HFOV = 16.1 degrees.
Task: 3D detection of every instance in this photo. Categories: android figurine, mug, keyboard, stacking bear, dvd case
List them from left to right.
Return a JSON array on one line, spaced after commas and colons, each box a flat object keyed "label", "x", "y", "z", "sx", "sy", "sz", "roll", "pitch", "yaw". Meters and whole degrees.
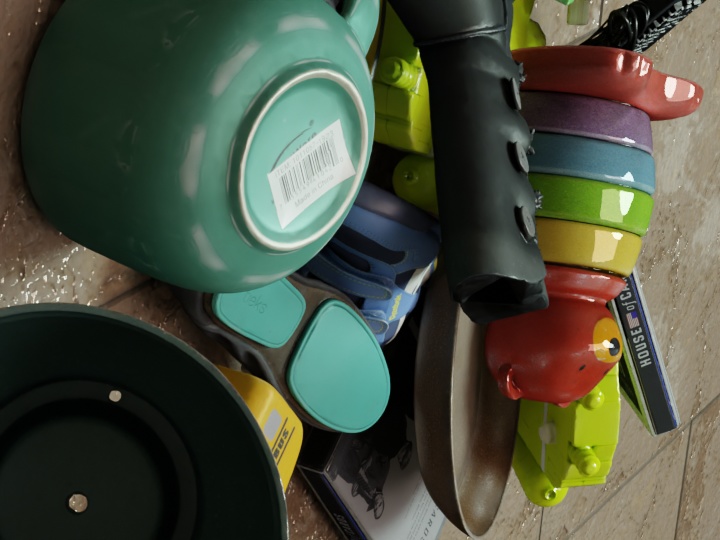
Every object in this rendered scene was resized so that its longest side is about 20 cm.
[{"label": "mug", "x": -0.061, "y": -0.081, "z": 1.195, "sx": 0.152, "sy": 0.114, "sz": 0.186, "roll": 13, "pitch": 98, "yaw": -51}, {"label": "dvd case", "x": 0.027, "y": 0.103, "z": 1.617, "sx": 0.151, "sy": 0.025, "sz": 0.200, "roll": -64, "pitch": 154, "yaw": -21}, {"label": "android figurine", "x": 0.058, "y": -0.126, "z": 1.532, "sx": 0.200, "sy": 0.041, "sz": 0.183, "roll": 20, "pitch": 86, "yaw": -67}, {"label": "android figurine", "x": 0.125, "y": 0.065, "z": 1.666, "sx": 0.200, "sy": 0.041, "sz": 0.183, "roll": -116, "pitch": -154, "yaw": -63}, {"label": "stacking bear", "x": 0.120, "y": -0.021, "z": 1.489, "sx": 0.121, "sy": 0.113, "sz": 0.201, "roll": 16, "pitch": 81, "yaw": -58}, {"label": "dvd case", "x": 0.150, "y": -0.009, "z": 1.660, "sx": 0.025, "sy": 0.150, "sz": 0.201, "roll": -22, "pitch": 118, "yaw": -5}, {"label": "keyboard", "x": 0.177, "y": -0.140, "z": 1.589, "sx": 0.104, "sy": 0.040, "sz": 0.200, "roll": -23, "pitch": 171, "yaw": -27}]

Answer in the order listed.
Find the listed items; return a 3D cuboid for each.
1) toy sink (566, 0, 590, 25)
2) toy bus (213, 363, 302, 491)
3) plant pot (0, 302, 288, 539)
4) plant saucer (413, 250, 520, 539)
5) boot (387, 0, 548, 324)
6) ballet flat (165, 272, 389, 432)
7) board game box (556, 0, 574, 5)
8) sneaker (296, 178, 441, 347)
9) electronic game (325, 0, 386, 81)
[{"label": "toy sink", "x": 0.190, "y": -0.260, "z": 1.563, "sx": 0.130, "sy": 0.112, "sz": 0.201, "roll": 87, "pitch": 9, "yaw": -62}, {"label": "toy bus", "x": -0.101, "y": 0.154, "z": 1.349, "sx": 0.200, "sy": 0.065, "sz": 0.078, "roll": -65, "pitch": 153, "yaw": -19}, {"label": "plant pot", "x": -0.132, "y": 0.111, "z": 1.144, "sx": 0.134, "sy": 0.200, "sz": 0.201, "roll": -127, "pitch": -128, "yaw": -87}, {"label": "plant saucer", "x": 0.066, "y": 0.063, "z": 1.562, "sx": 0.200, "sy": 0.032, "sz": 0.201, "roll": 3, "pitch": 90, "yaw": -74}, {"label": "boot", "x": 0.048, "y": -0.084, "z": 1.351, "sx": 0.165, "sy": 0.065, "sz": 0.201, "roll": 24, "pitch": 61, "yaw": -59}, {"label": "ballet flat", "x": -0.049, "y": 0.025, "z": 1.372, "sx": 0.200, "sy": 0.073, "sz": 0.073, "roll": 43, "pitch": 65, "yaw": -54}, {"label": "board game box", "x": 0.051, "y": -0.200, "z": 1.298, "sx": 0.135, "sy": 0.200, "sz": 0.029, "roll": -31, "pitch": 144, "yaw": -56}, {"label": "sneaker", "x": 0.000, "y": 0.000, "z": 1.427, "sx": 0.082, "sy": 0.074, "sz": 0.200, "roll": -57, "pitch": 167, "yaw": -11}, {"label": "electronic game", "x": -0.038, "y": -0.120, "z": 1.348, "sx": 0.200, "sy": 0.041, "sz": 0.201, "roll": -44, "pitch": 142, "yaw": -48}]
